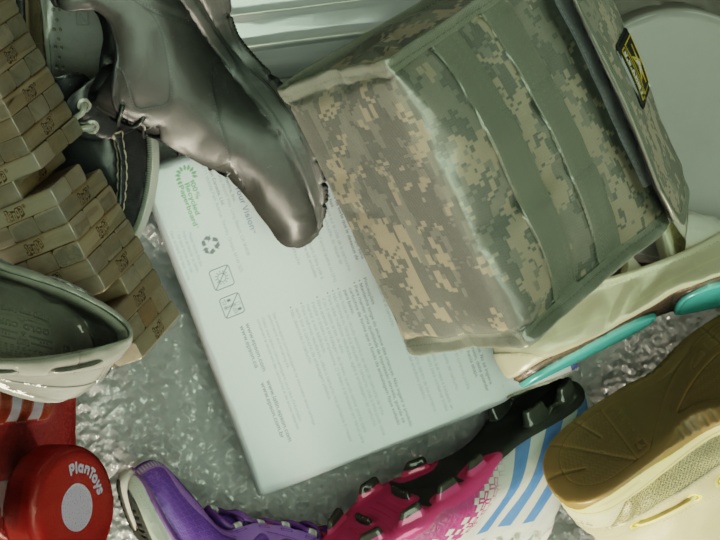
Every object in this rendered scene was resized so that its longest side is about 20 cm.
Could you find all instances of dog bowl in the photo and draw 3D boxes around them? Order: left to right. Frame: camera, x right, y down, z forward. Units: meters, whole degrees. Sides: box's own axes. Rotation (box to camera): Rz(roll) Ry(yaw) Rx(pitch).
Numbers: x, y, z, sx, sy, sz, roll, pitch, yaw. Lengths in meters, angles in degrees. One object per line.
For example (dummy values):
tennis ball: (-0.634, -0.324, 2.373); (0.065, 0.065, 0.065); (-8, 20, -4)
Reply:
dog bowl: (0.176, -0.079, 1.169); (0.198, 0.059, 0.202); (-2, 96, -13)

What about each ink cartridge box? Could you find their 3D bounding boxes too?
ink cartridge box: (0.000, 0.000, 1.137); (0.198, 0.041, 0.201); (-20, 100, -3)

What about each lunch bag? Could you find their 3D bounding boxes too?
lunch bag: (0.086, -0.074, 1.047); (0.200, 0.117, 0.165); (-36, 107, -34)

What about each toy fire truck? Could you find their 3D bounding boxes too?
toy fire truck: (-0.218, 0.073, 1.039); (0.199, 0.111, 0.170); (2, 87, -55)

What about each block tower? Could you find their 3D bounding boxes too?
block tower: (-0.169, -0.044, 1.039); (0.054, 0.058, 0.201); (-19, 106, 25)

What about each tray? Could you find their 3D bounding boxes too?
tray: (-0.023, -0.165, 1.130); (0.198, 0.022, 0.109); (-8, 98, -12)

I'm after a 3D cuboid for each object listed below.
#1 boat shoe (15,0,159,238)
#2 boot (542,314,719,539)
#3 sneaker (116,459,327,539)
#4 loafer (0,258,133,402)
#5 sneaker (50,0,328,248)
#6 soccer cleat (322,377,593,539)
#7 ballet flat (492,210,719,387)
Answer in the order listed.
boat shoe: (-0.150, -0.104, 1.075); (0.073, 0.060, 0.202); (4, 96, 20)
boot: (0.214, 0.108, 1.156); (0.199, 0.073, 0.156); (-32, 137, 0)
sneaker: (-0.055, 0.164, 1.139); (0.200, 0.081, 0.084); (41, 84, -23)
loafer: (-0.199, 0.015, 0.958); (0.199, 0.070, 0.071); (15, 60, -41)
sneaker: (-0.089, -0.091, 1.044); (0.090, 0.076, 0.201); (-35, 106, -12)
soccer cleat: (0.067, 0.137, 1.142); (0.199, 0.070, 0.087); (-32, 112, -28)
ballet flat: (0.161, 0.002, 1.116); (0.198, 0.069, 0.070); (-20, 101, -11)
